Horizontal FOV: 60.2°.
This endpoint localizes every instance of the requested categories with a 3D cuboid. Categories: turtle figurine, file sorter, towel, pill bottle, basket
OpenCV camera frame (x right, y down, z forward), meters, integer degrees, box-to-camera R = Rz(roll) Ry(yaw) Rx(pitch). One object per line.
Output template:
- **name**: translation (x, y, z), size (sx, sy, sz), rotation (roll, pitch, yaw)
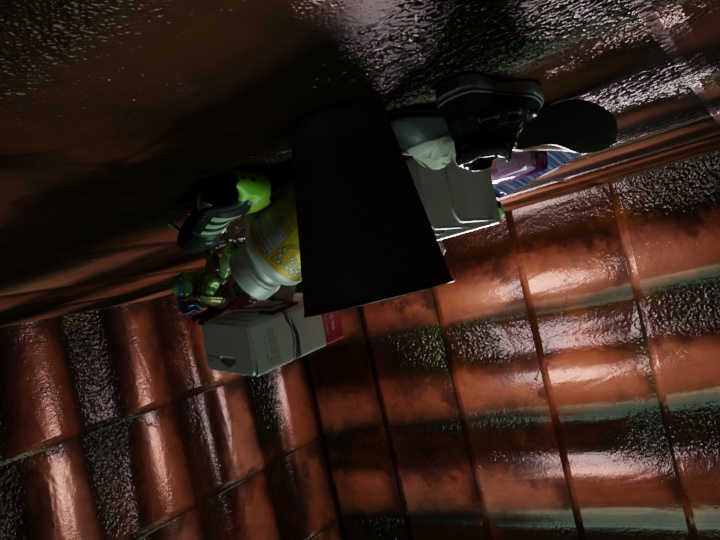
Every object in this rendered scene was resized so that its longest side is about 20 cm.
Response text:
- **turtle figurine**: translation (-0.205, -0.016, 1.011), size (0.190, 0.204, 0.144), rotation (12, 141, -33)
- **file sorter**: translation (0.089, -0.117, 0.959), size (0.197, 0.143, 0.123), rotation (-15, 175, 41)
- **towel**: translation (0.318, -0.204, 1.212), size (0.198, 0.024, 0.143), rotation (-28, 160, 32)
- **pill bottle**: translation (-0.093, -0.052, 0.881), size (0.199, 0.114, 0.112), rotation (-40, 169, 20)
- **basket**: translation (-0.002, -0.067, 0.687), size (0.176, 0.205, 0.135), rotation (-13, 179, 23)

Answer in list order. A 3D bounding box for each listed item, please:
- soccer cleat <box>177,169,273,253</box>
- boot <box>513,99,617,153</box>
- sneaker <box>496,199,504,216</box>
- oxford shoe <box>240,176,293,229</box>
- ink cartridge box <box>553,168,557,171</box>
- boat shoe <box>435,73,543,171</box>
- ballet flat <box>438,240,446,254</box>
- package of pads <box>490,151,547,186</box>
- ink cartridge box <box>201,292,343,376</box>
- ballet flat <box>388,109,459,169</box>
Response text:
- **soccer cleat**: translation (-0.206, -0.085, 0.864), size (0.198, 0.069, 0.080), rotation (-28, 154, 33)
- **boot**: translation (0.278, -0.205, 0.906), size (0.195, 0.076, 0.075), rotation (-3, -176, -13)
- **sneaker**: translation (0.212, -0.156, 1.329), size (0.197, 0.078, 0.084), rotation (16, 169, 34)
- **oxford shoe**: translation (-0.093, -0.119, 0.958), size (0.196, 0.072, 0.074), rotation (-16, -156, 21)
- **ink cartridge box**: translation (0.344, -0.218, 1.275), size (0.159, 0.059, 0.200), rotation (-13, -177, -11)
- **boat shoe**: translation (0.157, -0.164, 0.714), size (0.070, 0.093, 0.198), rotation (-14, 179, 43)
- **ballet flat**: translation (0.065, -0.030, 1.187), size (0.194, 0.066, 0.076), rotation (2, 171, 9)
- **package of pads**: translation (0.206, -0.176, 1.038), size (0.196, 0.078, 0.120), rotation (-15, -179, 31)
- **ink cartridge box**: translation (-0.149, 0.102, 1.058), size (0.143, 0.087, 0.198), rotation (-2, -168, 44)
- **ballet flat**: translation (0.110, -0.163, 0.773), size (0.197, 0.075, 0.072), rotation (-12, 178, -39)
